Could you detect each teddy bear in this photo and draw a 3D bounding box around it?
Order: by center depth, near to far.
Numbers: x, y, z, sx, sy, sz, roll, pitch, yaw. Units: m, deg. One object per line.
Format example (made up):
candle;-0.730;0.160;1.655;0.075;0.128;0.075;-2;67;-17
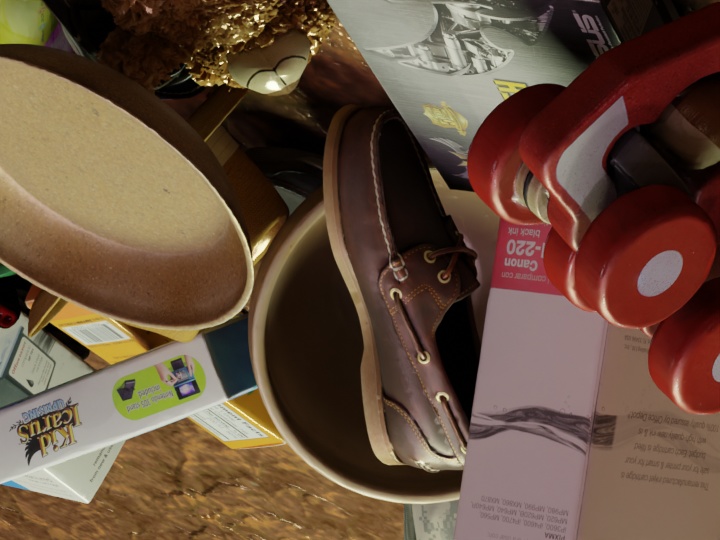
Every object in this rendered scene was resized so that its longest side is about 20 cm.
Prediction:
teddy bear;-0.074;-0.137;1.328;0.067;0.145;0.200;42;164;33

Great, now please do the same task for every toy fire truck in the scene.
toy fire truck;0.157;-0.046;1.275;0.112;0.168;0.200;46;179;42

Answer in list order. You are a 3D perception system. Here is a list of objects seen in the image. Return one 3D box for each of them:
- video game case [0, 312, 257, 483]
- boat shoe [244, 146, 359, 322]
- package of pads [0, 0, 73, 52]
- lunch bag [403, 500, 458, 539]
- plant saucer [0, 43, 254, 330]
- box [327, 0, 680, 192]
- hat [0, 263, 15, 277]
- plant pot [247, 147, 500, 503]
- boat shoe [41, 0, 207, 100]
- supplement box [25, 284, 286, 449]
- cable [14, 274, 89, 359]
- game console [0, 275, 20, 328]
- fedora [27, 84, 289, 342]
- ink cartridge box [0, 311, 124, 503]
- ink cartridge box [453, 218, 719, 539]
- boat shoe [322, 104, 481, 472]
video game case;-0.106;0.064;1.682;0.181;0.046;0.200;-20;180;31
boat shoe;0.000;0.000;1.631;0.200;0.074;0.074;38;153;-32
package of pads;-0.225;-0.165;1.482;0.154;0.068;0.200;22;158;5
lunch bag;0.126;0.121;1.658;0.139;0.168;0.200;36;154;-30
plant saucer;-0.134;-0.048;1.356;0.200;0.036;0.200;21;150;13
box;0.084;-0.100;1.358;0.158;0.048;0.200;9;154;29
hat;-0.218;-0.011;1.662;0.165;0.200;0.176;36;148;26
plant pot;0.033;0.020;1.561;0.200;0.201;0.093;30;-167;-17
boat shoe;-0.112;-0.125;1.418;0.066;0.070;0.200;53;179;26
supplement box;-0.123;0.043;1.860;0.069;0.067;0.200;-7;144;46
cable;-0.276;0.013;1.957;0.200;0.051;0.163;34;156;-25
game console;-0.292;-0.048;1.721;0.177;0.031;0.200;35;-166;-25
fedora;-0.098;-0.017;1.524;0.082;0.201;0.201;41;156;-3
ink cartridge box;-0.272;0.068;1.908;0.146;0.086;0.200;5;153;48
ink cartridge box;0.130;0.077;1.465;0.085;0.201;0.145;4;175;39
boat shoe;0.033;0.009;1.458;0.070;0.070;0.201;1;113;36
